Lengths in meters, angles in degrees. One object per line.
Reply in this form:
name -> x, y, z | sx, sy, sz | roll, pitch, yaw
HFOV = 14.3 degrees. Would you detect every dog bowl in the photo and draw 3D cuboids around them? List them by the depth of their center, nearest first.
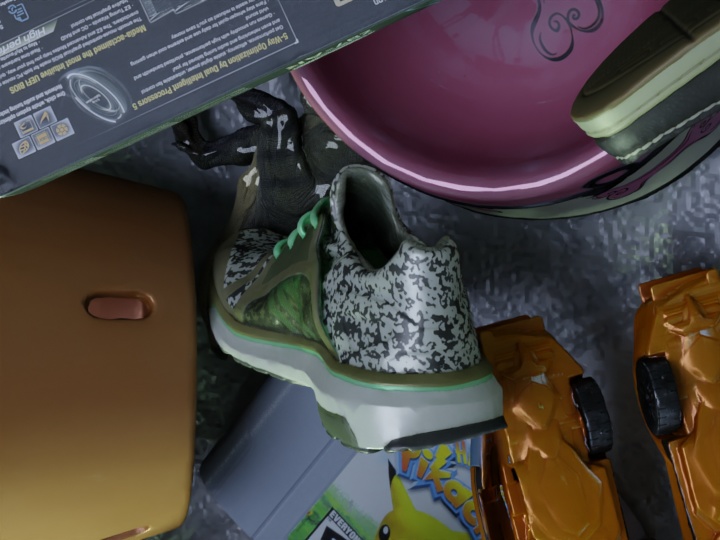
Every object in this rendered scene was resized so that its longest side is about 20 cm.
dog bowl -> 0.053, -0.112, 1.050 | 0.200, 0.074, 0.201 | 4, 101, 18

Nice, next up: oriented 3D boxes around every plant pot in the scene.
plant pot -> -0.141, 0.037, 1.164 | 0.140, 0.200, 0.200 | 0, 108, -9

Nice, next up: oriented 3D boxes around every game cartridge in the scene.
game cartridge -> 0.036, 0.107, 1.169 | 0.200, 0.040, 0.133 | 45, 118, 13

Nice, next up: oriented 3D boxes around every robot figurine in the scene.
robot figurine -> 0.111, 0.107, 1.082 | 0.145, 0.058, 0.200 | -14, 93, -8

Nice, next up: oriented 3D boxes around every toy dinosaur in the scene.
toy dinosaur -> -0.037, -0.050, 1.165 | 0.088, 0.047, 0.200 | 46, 125, 5

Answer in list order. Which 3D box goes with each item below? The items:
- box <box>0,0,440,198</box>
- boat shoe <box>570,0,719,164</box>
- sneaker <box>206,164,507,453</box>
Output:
box -> -0.067, -0.137, 0.997 | 0.200, 0.044, 0.160 | -25, 92, 6
boat shoe -> 0.166, -0.090, 0.966 | 0.201, 0.072, 0.066 | -36, 104, -5
sneaker -> 0.000, 0.000, 1.072 | 0.200, 0.077, 0.089 | -148, 58, -61
